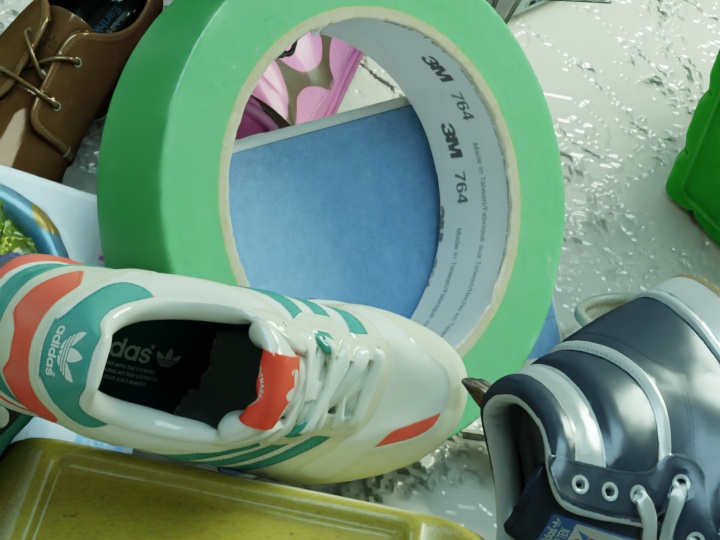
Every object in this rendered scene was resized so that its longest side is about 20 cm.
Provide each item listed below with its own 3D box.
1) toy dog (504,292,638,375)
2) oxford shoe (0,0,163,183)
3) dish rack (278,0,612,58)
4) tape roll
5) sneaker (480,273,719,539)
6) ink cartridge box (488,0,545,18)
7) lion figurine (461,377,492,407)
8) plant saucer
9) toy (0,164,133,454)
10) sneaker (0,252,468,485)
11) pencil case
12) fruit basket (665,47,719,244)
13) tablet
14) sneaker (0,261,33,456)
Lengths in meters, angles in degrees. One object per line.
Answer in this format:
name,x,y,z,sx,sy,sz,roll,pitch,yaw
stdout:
toy dog,0.160,0.077,0.957,0.199,0.097,0.132,4,20,30
oxford shoe,-0.142,-0.071,0.973,0.071,0.071,0.201,28,51,-1
dish rack,0.013,-0.159,1.032,0.199,0.055,0.154,0,46,-29
tape roll,-0.007,-0.027,0.917,0.199,0.048,0.202,2,86,-37
sneaker,0.118,0.098,0.757,0.108,0.070,0.200,-21,61,-29
ink cartridge box,0.077,-0.234,1.265,0.199,0.041,0.200,-27,63,-41
lion figurine,0.129,0.104,0.870,0.198,0.123,0.073,8,18,3
plant saucer,-0.058,0.137,0.790,0.199,0.049,0.201,11,45,4
toy,-0.169,-0.001,0.884,0.199,0.047,0.116,16,68,-7
sneaker,-0.033,0.042,0.806,0.199,0.071,0.093,13,3,-33
pencil case,-0.040,-0.097,1.040,0.093,0.091,0.201,11,40,9
fruit basket,0.253,-0.106,1.104,0.215,0.216,0.156,-24,61,-40
tablet,0.000,0.000,0.962,0.199,0.014,0.131,-18,98,-38
sneaker,-0.160,0.066,0.795,0.200,0.080,0.072,-46,111,-33
